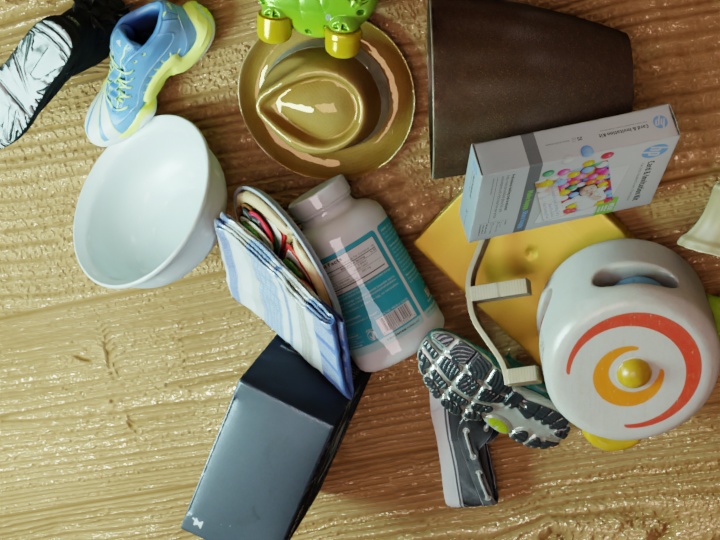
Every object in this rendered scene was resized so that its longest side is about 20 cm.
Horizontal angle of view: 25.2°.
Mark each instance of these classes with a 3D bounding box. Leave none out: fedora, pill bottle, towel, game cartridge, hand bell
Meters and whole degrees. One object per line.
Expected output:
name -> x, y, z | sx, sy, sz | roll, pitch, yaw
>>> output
fedora -> -0.044, -0.178, 1.708 | 0.199, 0.082, 0.202 | 5, 108, 14
pill bottle -> 0.000, 0.000, 1.741 | 0.110, 0.111, 0.201 | -26, 99, 21
towel -> -0.081, 0.039, 1.702 | 0.200, 0.024, 0.147 | 41, 156, 30
game cartridge -> 0.185, -0.023, 1.728 | 0.200, 0.032, 0.176 | 43, 113, -4
hand bell -> 0.390, -0.114, 1.620 | 0.103, 0.104, 0.202 | 12, 99, 11

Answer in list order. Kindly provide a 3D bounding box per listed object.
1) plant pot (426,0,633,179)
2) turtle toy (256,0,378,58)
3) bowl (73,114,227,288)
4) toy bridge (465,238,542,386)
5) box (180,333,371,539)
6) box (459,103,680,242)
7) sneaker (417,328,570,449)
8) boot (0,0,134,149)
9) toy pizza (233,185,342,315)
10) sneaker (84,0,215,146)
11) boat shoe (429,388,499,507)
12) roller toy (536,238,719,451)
plant pot -> 0.167, -0.187, 1.611 | 0.198, 0.187, 0.188 | -1, 108, 1
turtle toy -> -0.061, -0.311, 1.658 | 0.199, 0.101, 0.147 | 13, 122, 13
bowl -> -0.214, -0.061, 1.769 | 0.200, 0.090, 0.202 | -18, 59, 32
toy bridge -> 0.144, 0.021, 1.680 | 0.067, 0.027, 0.202 | -9, 79, 17
box -> -0.087, 0.188, 1.779 | 0.117, 0.200, 0.198 | 25, 113, 6
box -> 0.203, -0.094, 1.599 | 0.198, 0.156, 0.041 | -13, 68, -7
sneaker -> 0.140, 0.122, 1.732 | 0.199, 0.080, 0.078 | 34, 117, -23
boot -> -0.334, -0.218, 1.733 | 0.073, 0.163, 0.198 | 44, 115, -3
toy pizza -> -0.086, 0.001, 1.734 | 0.032, 0.200, 0.201 | -32, 99, -18
sneaker -> -0.251, -0.221, 1.734 | 0.200, 0.105, 0.076 | -47, 60, 16
boat shoe -> 0.120, 0.173, 1.786 | 0.067, 0.072, 0.201 | -1, 110, 18
roller toy -> 0.272, 0.075, 1.653 | 0.182, 0.140, 0.200 | 41, 113, -19
